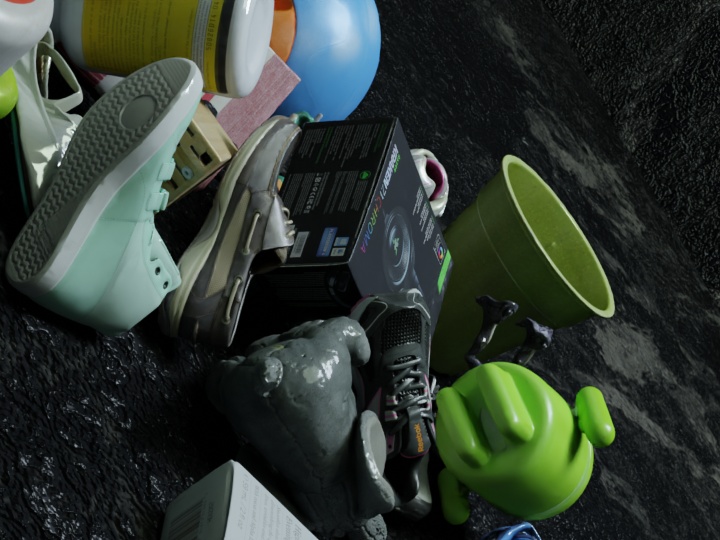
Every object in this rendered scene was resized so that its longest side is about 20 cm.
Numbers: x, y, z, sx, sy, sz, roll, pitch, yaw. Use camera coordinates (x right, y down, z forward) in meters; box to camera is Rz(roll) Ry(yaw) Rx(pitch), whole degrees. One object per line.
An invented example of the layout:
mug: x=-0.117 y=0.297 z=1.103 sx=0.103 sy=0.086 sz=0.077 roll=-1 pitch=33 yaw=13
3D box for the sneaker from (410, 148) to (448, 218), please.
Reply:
sneaker: x=0.048 y=-0.072 z=1.547 sx=0.200 sy=0.088 sz=0.082 roll=-18 pitch=87 yaw=-81

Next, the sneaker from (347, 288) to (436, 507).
sneaker: x=0.034 y=0.108 z=1.285 sx=0.086 sy=0.080 sz=0.201 roll=-128 pitch=-150 yaw=-47

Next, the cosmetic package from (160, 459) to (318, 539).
cosmetic package: x=-0.049 y=0.236 z=1.074 sx=0.200 sy=0.074 sz=0.102 roll=46 pitch=23 yaw=-23

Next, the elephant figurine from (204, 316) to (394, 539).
elephant figurine: x=-0.027 y=0.146 z=1.207 sx=0.155 sy=0.141 sz=0.202 roll=-25 pitch=97 yaw=-41

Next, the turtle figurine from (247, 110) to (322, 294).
turtle figurine: x=-0.078 y=-0.057 z=1.423 sx=0.200 sy=0.100 sz=0.151 roll=-53 pitch=131 yaw=-68

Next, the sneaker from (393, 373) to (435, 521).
sneaker: x=0.033 y=0.130 z=1.421 sx=0.074 sy=0.080 sz=0.201 roll=36 pitch=29 yaw=-47

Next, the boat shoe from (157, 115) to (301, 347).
boat shoe: x=-0.089 y=-0.026 z=1.245 sx=0.073 sy=0.201 sz=0.075 roll=26 pitch=-15 yaw=2

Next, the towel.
towel: x=-0.167 y=-0.189 z=1.391 sx=0.200 sy=0.144 sz=0.023 roll=46 pitch=-18 yaw=-13

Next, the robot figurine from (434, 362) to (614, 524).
robot figurine: x=0.140 y=0.156 z=1.424 sx=0.200 sy=0.175 sz=0.116 roll=43 pitch=18 yaw=-55

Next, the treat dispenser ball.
treat dispenser ball: x=-0.079 y=-0.225 z=1.530 sx=0.201 sy=0.200 sz=0.201 roll=46 pitch=22 yaw=-25

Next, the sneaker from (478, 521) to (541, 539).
sneaker: x=0.142 y=0.271 z=1.447 sx=0.074 sy=0.082 sz=0.200 roll=57 pitch=18 yaw=7

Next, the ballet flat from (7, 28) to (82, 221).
ballet flat: x=-0.236 y=-0.114 z=1.177 sx=0.069 sy=0.069 sz=0.201 roll=30 pitch=30 yaw=-50

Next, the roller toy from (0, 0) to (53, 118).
roller toy: x=-0.305 y=-0.202 z=1.065 sx=0.183 sy=0.139 sz=0.200 roll=60 pitch=21 yaw=14

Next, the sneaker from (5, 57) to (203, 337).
sneaker: x=-0.159 y=-0.049 z=1.133 sx=0.074 sy=0.201 sz=0.118 roll=28 pitch=-9 yaw=42

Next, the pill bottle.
pill bottle: x=-0.177 y=-0.212 z=1.293 sx=0.198 sy=0.113 sz=0.112 roll=11 pitch=21 yaw=7

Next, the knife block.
knife block: x=-0.135 y=-0.106 z=1.273 sx=0.064 sy=0.200 sz=0.175 roll=52 pitch=49 yaw=-5

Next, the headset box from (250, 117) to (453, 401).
headset box: x=0.000 y=0.000 z=1.370 sx=0.201 sy=0.092 sz=0.175 roll=67 pitch=31 yaw=-42

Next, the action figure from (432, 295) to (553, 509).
action figure: x=0.120 y=0.134 z=1.558 sx=0.118 sy=0.201 sz=0.102 roll=26 pitch=-12 yaw=-10

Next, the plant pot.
plant pot: x=0.136 y=0.012 z=1.675 sx=0.200 sy=0.189 sz=0.201 roll=47 pitch=22 yaw=-25
